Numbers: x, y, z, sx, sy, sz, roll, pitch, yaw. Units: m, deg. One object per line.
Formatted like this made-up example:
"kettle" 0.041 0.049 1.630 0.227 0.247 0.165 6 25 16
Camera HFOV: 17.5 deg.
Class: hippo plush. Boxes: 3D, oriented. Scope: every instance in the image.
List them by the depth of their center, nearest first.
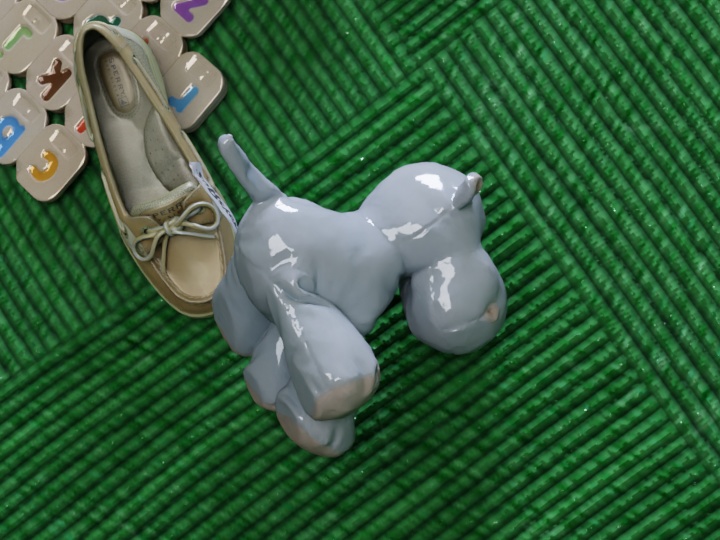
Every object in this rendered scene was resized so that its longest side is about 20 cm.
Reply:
"hippo plush" 0.000 0.000 1.451 0.160 0.159 0.201 -22 88 -20

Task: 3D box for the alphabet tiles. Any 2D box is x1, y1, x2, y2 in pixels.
"alphabet tiles" -0.185 -0.151 1.580 0.200 0.015 0.196 42 92 19

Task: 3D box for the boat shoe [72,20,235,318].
"boat shoe" -0.135 -0.064 1.509 0.073 0.063 0.202 -19 86 5
